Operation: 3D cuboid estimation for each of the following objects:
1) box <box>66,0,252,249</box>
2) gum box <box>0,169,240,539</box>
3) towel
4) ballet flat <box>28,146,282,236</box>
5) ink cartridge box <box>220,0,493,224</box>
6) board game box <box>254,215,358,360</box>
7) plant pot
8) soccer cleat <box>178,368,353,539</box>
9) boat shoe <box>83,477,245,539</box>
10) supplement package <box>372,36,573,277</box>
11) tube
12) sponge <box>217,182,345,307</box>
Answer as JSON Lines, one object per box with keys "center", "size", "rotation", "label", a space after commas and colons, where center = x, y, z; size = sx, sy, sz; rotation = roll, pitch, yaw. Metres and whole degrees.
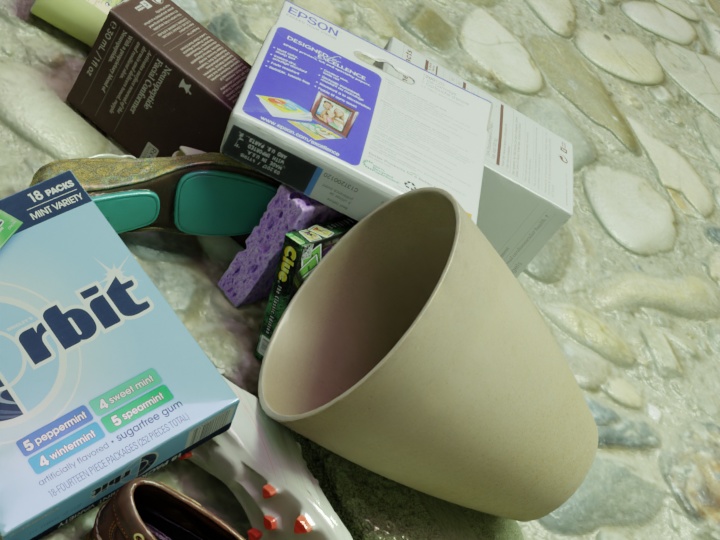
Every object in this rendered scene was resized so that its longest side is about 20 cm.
{"center": [-0.126, -0.120, 1.105], "size": [0.199, 0.100, 0.075], "rotation": [38, 36, 2], "label": "box"}
{"center": [-0.200, 0.051, 0.860], "size": [0.169, 0.045, 0.200], "rotation": [-28, 68, -30], "label": "gum box"}
{"center": [0.024, 0.140, 1.004], "size": [0.148, 0.037, 0.201], "rotation": [-6, 55, -43], "label": "towel"}
{"center": [-0.148, -0.062, 1.028], "size": [0.198, 0.071, 0.071], "rotation": [-6, 53, -24], "label": "ballet flat"}
{"center": [0.004, -0.110, 1.066], "size": [0.197, 0.044, 0.201], "rotation": [26, 36, -8], "label": "ink cartridge box"}
{"center": [0.000, 0.000, 1.079], "size": [0.023, 0.106, 0.199], "rotation": [33, 32, 26], "label": "board game box"}
{"center": [0.065, 0.079, 0.946], "size": [0.200, 0.187, 0.188], "rotation": [40, 33, -22], "label": "plant pot"}
{"center": [-0.056, 0.138, 0.915], "size": [0.200, 0.069, 0.077], "rotation": [46, 34, 16], "label": "soccer cleat"}
{"center": [-0.073, 0.199, 0.831], "size": [0.199, 0.070, 0.071], "rotation": [34, 35, -8], "label": "boat shoe"}
{"center": [0.076, -0.090, 1.228], "size": [0.199, 0.117, 0.118], "rotation": [28, 37, -13], "label": "supplement package"}
{"center": [-0.182, -0.190, 1.181], "size": [0.199, 0.052, 0.058], "rotation": [29, 76, -18], "label": "tube"}
{"center": [-0.014, -0.037, 1.099], "size": [0.030, 0.112, 0.199], "rotation": [48, 37, 18], "label": "sponge"}
